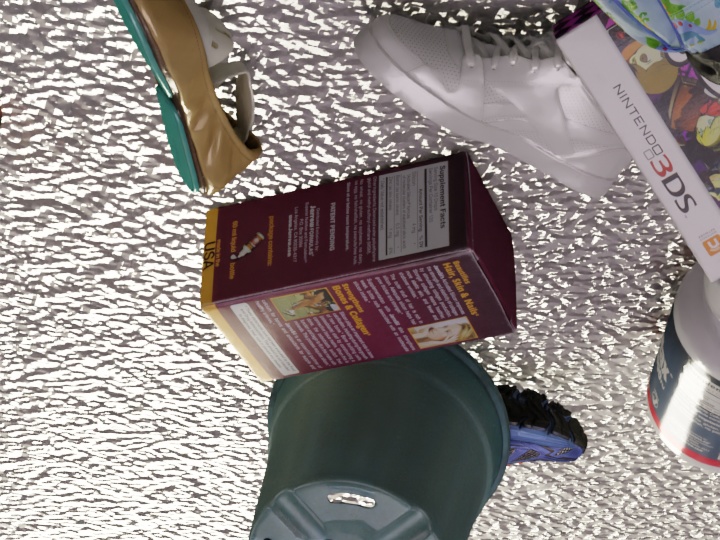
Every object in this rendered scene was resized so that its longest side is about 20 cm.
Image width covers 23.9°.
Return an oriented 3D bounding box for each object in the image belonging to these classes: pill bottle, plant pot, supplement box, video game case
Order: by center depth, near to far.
[{"bbox_3d":[0.238,-0.115,0.961,0.199,0.036,0.182,-30,109,18],"label":"video game case"},{"bbox_3d":[0.000,0.000,1.188,0.198,0.086,0.111,-12,144,17],"label":"supplement box"},{"bbox_3d":[0.281,0.051,1.239,0.118,0.121,0.201,1,146,-1],"label":"pill bottle"},{"bbox_3d":[0.006,0.171,1.274,0.198,0.196,0.202,4,116,8],"label":"plant pot"}]

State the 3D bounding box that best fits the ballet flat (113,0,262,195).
[{"bbox_3d":[-0.102,-0.125,1.040,0.063,0.069,0.201,-28,149,-9],"label":"ballet flat"}]

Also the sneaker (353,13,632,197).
[{"bbox_3d":[0.103,-0.131,1.023,0.199,0.074,0.116,22,127,-25],"label":"sneaker"}]

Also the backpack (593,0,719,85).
[{"bbox_3d":[0.140,-0.205,0.820,0.153,0.164,0.201,-15,126,31],"label":"backpack"}]

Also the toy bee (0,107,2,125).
[{"bbox_3d":[-0.318,-0.044,1.101,0.130,0.110,0.199,23,140,-34],"label":"toy bee"}]

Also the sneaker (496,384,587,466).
[{"bbox_3d":[0.087,0.142,1.393,0.198,0.075,0.079,1,112,12],"label":"sneaker"}]
